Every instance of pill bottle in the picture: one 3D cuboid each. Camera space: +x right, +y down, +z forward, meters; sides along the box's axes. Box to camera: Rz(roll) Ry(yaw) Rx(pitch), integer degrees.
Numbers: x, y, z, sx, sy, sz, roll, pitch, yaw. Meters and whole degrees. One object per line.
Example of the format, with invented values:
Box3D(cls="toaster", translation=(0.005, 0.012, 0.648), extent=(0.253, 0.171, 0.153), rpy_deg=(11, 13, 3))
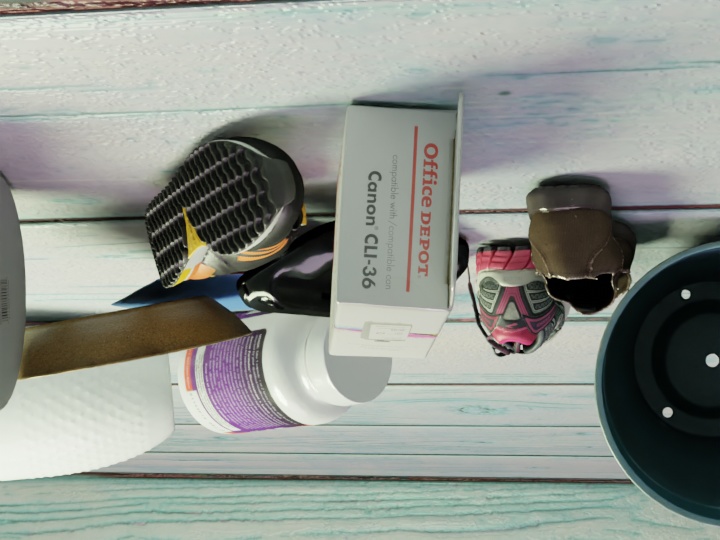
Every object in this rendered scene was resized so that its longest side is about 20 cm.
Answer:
Box3D(cls="pill bottle", translation=(-0.067, 0.087, 1.425), extent=(0.111, 0.113, 0.199), rpy_deg=(12, 164, -40))

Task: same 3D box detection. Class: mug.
Box3D(cls="mug", translation=(-0.275, 0.136, 1.570), extent=(0.174, 0.149, 0.200), rpy_deg=(-5, 152, -8))

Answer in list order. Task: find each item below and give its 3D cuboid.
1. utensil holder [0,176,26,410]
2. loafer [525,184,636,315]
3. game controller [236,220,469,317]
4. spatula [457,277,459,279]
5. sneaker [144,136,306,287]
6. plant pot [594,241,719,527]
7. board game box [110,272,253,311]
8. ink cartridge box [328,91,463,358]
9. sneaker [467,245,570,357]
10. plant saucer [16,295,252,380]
Box3D(cls="utensil holder", translation=(-0.333, 0.015, 1.023), extent=(0.198, 0.172, 0.170), rpy_deg=(-1, 167, 2))
Box3D(cls="loafer", translation=(0.148, -0.003, 1.088), extent=(0.072, 0.072, 0.200), rpy_deg=(-2, 167, 18))
Box3D(cls="game controller", translation=(0.000, 0.000, 1.123), extent=(0.104, 0.042, 0.199), rpy_deg=(-40, 157, 23))
Box3D(cls="spatula", translation=(-0.002, 0.013, 1.274), extent=(0.199, 0.021, 0.057), rpy_deg=(1, -147, 36))
Box3D(cls="sneaker", translation=(-0.066, -0.042, 0.990), extent=(0.089, 0.071, 0.200), rpy_deg=(-13, 174, -29))
Box3D(cls="plant pot", translation=(0.271, 0.076, 1.183), extent=(0.198, 0.202, 0.188), rpy_deg=(1, -178, 6))
Box3D(cls="board game box", translation=(-0.102, 0.000, 1.222), extent=(0.157, 0.039, 0.200), rpy_deg=(1, 171, -24))
Box3D(cls="ink cartridge box", translation=(0.018, -0.023, 0.915), extent=(0.067, 0.118, 0.200), rpy_deg=(3, 166, -3))
Box3D(cls="sneaker", translation=(0.124, 0.035, 1.256), extent=(0.080, 0.075, 0.200), rpy_deg=(-1, 168, 14))
Box3D(cls="plant saucer", translation=(-0.180, 0.048, 1.157), extent=(0.198, 0.036, 0.200), rpy_deg=(-10, -179, 0))
